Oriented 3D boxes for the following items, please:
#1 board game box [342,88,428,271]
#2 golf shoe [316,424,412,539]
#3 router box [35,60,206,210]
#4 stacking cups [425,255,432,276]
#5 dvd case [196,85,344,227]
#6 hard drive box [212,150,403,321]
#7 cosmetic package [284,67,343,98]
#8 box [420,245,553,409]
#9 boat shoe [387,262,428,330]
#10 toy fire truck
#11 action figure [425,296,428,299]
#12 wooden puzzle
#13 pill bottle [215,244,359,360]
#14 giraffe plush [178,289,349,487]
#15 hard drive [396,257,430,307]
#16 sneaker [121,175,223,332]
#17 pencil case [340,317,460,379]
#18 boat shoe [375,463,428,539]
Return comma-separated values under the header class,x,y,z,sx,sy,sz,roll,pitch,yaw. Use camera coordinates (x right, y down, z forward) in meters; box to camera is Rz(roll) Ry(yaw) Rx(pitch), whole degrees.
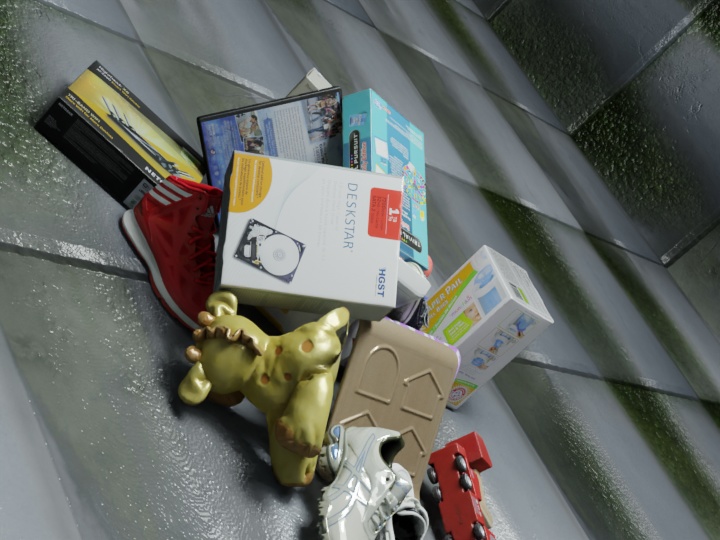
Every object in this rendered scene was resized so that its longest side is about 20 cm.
class,x,y,z,sx,sy,sz,roll,pitch,yaw
board game box,0.033,-0.113,1.666,0.151,0.046,0.203,31,53,-54
golf shoe,0.006,0.245,1.344,0.079,0.096,0.202,70,15,-46
router box,-0.288,-0.154,1.570,0.200,0.052,0.158,42,22,-14
stacking cups,0.025,-0.028,1.721,0.199,0.060,0.061,26,30,-42
dvd case,-0.106,-0.149,1.646,0.018,0.198,0.145,-151,-132,-64
hard drive box,-0.059,-0.037,1.426,0.197,0.077,0.158,7,74,-13
cosmetic package,-0.100,-0.167,1.738,0.103,0.200,0.073,43,19,-6
box,0.154,0.082,1.792,0.101,0.200,0.113,28,26,-39
boat shoe,0.061,0.048,1.698,0.061,0.201,0.075,-10,62,-18
toy fire truck,0.136,0.287,1.601,0.141,0.048,0.202,45,26,-52
action figure,0.078,0.032,1.920,0.199,0.065,0.100,38,32,-26
wooden puzzle,0.027,0.166,1.519,0.046,0.203,0.184,5,-14,44
pill bottle,-0.077,0.017,1.547,0.200,0.113,0.112,42,19,21
giraffe plush,-0.107,0.112,1.354,0.160,0.202,0.173,13,33,-1
hard drive,0.000,0.000,1.595,0.131,0.027,0.200,38,-17,-8
sneaker,-0.187,-0.024,1.453,0.201,0.116,0.078,51,23,14
pencil case,0.032,0.102,1.641,0.198,0.085,0.085,25,3,-10
boat shoe,0.046,0.285,1.408,0.073,0.065,0.201,42,29,-24
